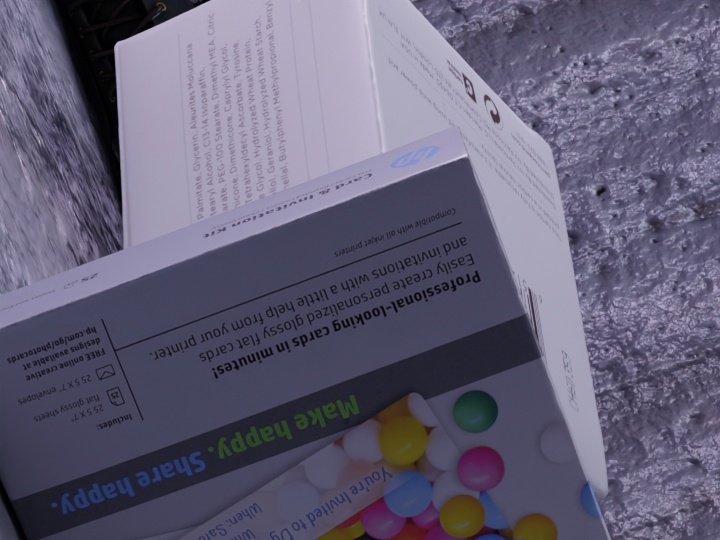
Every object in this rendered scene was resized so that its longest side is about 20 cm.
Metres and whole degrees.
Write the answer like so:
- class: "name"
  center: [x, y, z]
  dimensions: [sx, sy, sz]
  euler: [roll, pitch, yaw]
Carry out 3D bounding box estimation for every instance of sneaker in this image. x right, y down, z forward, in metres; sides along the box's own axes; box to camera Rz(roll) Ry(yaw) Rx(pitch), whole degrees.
- class: "sneaker"
  center: [-0.114, -0.105, 1.200]
  dimensions: [0.106, 0.075, 0.200]
  euler: [57, 6, -27]

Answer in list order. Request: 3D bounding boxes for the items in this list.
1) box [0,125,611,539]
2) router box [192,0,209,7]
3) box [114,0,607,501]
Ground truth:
- class: "box"
  center: [-0.009, 0.080, 0.690]
  dimensions: [0.041, 0.156, 0.200]
  euler: [-96, 166, -73]
- class: "router box"
  center: [-0.087, -0.070, 1.484]
  dimensions: [0.200, 0.062, 0.150]
  euler: [-108, 178, -51]
- class: "box"
  center: [0.000, 0.000, 1.057]
  dimensions: [0.199, 0.130, 0.200]
  euler: [42, 34, -50]
